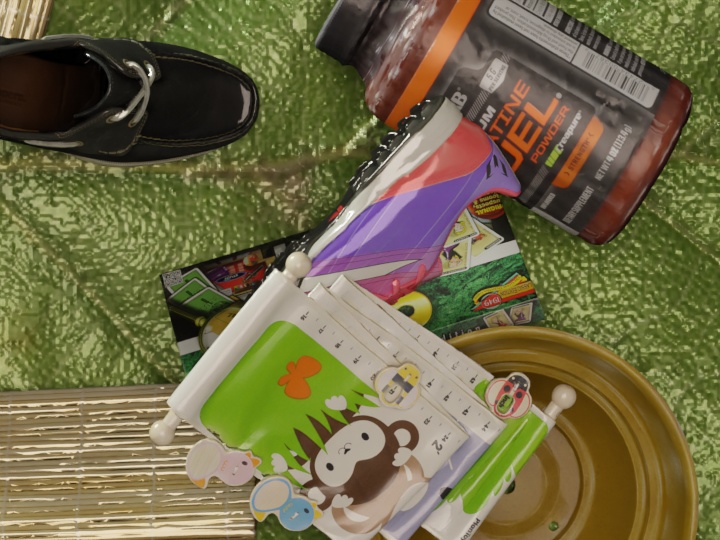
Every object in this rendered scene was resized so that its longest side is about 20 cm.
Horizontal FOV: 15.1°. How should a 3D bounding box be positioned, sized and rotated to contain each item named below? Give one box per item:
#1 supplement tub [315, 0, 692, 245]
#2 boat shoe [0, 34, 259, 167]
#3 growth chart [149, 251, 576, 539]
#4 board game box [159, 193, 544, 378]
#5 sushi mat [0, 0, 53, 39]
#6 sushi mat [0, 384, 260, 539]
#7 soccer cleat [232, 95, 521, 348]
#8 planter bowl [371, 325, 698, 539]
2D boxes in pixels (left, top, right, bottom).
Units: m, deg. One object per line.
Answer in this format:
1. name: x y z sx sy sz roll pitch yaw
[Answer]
1. supplement tub: 0.076 -0.104 1.515 0.200 0.107 0.107 30 90 -2
2. boat shoe: -0.141 -0.094 1.500 0.200 0.068 0.072 4 91 -30
3. growth chart: 0.000 0.081 1.447 0.200 0.018 0.145 29 96 -21
4. board game box: -0.007 0.015 1.523 0.200 0.023 0.105 -17 49 -2
5. sushi mat: -0.212 -0.197 1.549 0.095 0.012 0.200 15 91 -1
6. sushi mat: -0.156 0.109 1.529 0.199 0.012 0.096 -2 60 -2
7. soccer cleat: 0.000 0.000 1.460 0.073 0.068 0.200 42 92 -9
8. planter bowl: 0.085 0.126 1.527 0.200 0.083 0.201 0 96 -1
